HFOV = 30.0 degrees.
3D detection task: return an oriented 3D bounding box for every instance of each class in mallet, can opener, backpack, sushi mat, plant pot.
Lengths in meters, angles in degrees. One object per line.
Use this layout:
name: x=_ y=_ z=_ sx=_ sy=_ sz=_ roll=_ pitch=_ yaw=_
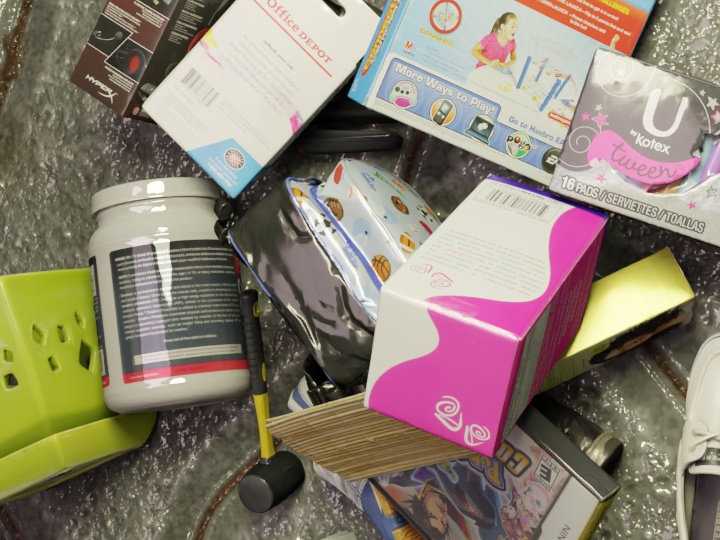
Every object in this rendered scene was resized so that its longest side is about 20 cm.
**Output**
mallet: x=-0.093 y=0.120 z=1.200 sx=0.041 sy=0.066 sz=0.202 roll=1 pitch=113 yaw=27
can opener: x=-0.053 y=-0.133 z=1.240 sx=0.198 sy=0.079 sz=0.064 roll=10 pitch=83 yaw=17
backpack: x=0.000 y=0.000 z=1.133 sx=0.154 sy=0.190 sz=0.201 roll=-33 pitch=78 yaw=14
sushi mat: x=0.011 y=0.127 z=1.044 sx=0.199 sy=0.095 sz=0.012 roll=-23 pitch=39 yaw=52
plant pot: x=-0.325 y=0.119 z=1.287 sx=0.198 sy=0.200 sz=0.183 roll=-26 pitch=84 yaw=22

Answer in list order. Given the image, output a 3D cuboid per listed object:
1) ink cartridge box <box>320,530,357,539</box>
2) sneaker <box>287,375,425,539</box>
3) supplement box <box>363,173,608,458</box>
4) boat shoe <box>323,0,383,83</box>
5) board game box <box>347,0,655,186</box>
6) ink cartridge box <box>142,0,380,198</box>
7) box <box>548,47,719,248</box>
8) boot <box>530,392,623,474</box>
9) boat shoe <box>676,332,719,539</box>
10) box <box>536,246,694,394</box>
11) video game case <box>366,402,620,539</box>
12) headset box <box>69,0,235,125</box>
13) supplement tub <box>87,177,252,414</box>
ink cartridge box: x=-0.043 y=0.354 z=1.190 sx=0.145 sy=0.083 sz=0.201 roll=-30 pitch=75 yaw=22
sneaker: x=0.006 y=0.173 z=1.196 sx=0.088 sy=0.075 sz=0.201 roll=-39 pitch=70 yaw=41
supplement box: x=0.092 y=0.026 z=0.953 sx=0.101 sy=0.200 sz=0.104 roll=20 pitch=122 yaw=19
boat shoe: x=-0.008 y=-0.210 z=1.221 sx=0.201 sy=0.063 sz=0.074 roll=32 pitch=99 yaw=23
board game box: x=0.119 y=-0.191 z=1.092 sx=0.197 sy=0.199 sz=0.056 roll=-66 pitch=20 yaw=7
ink cartridge box: x=-0.079 y=-0.176 z=1.173 sx=0.115 sy=0.068 sz=0.200 roll=44 pitch=100 yaw=-2
box: x=0.257 y=-0.082 z=1.018 sx=0.198 sy=0.132 sz=0.116 roll=19 pitch=96 yaw=11
boot: x=0.106 y=0.175 z=1.133 sx=0.151 sy=0.073 sz=0.200 roll=43 pitch=101 yaw=21
boat shoe: x=0.280 y=0.149 z=1.053 sx=0.071 sy=0.066 sz=0.202 roll=9 pitch=91 yaw=27
box: x=0.166 y=0.054 z=1.076 sx=0.199 sy=0.075 sz=0.050 roll=-25 pitch=68 yaw=4
video game case: x=0.090 y=0.160 z=1.037 sx=0.200 sy=0.025 sz=0.182 roll=42 pitch=137 yaw=26
headset box: x=-0.161 y=-0.237 z=1.249 sx=0.075 sy=0.148 sz=0.201 roll=33 pitch=101 yaw=23
supplement tub: x=-0.178 y=0.025 z=1.245 sx=0.139 sy=0.140 sz=0.202 roll=-11 pitch=82 yaw=25
